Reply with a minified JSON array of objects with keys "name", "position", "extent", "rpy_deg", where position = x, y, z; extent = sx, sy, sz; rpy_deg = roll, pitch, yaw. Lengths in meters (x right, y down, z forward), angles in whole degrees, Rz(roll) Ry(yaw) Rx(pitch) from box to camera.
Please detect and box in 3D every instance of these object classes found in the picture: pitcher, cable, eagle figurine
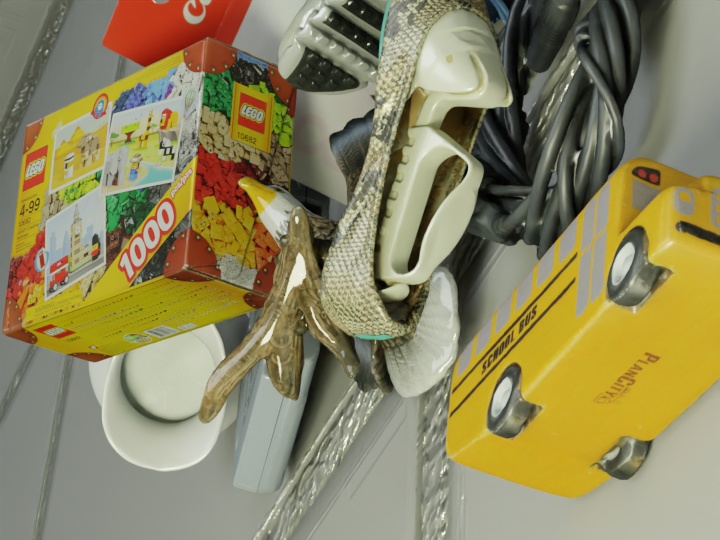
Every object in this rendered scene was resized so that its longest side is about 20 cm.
[{"name":"pitcher","position":[-0.126,0.041,1.531],"extent":[0.200,0.120,0.173],"rpy_deg":[-126,47,-86]},{"name":"cable","position":[0.101,-0.087,1.080],"extent":[0.164,0.050,0.200],"rpy_deg":[-67,12,-1]},{"name":"eagle figurine","position":[-0.004,-0.007,1.222],"extent":[0.151,0.152,0.200],"rpy_deg":[-19,2,24]}]

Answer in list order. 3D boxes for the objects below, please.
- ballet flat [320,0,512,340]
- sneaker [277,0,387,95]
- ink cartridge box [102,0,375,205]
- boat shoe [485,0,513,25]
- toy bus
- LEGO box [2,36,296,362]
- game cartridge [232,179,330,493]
[{"name":"ballet flat","position":[0.036,-0.061,1.076],"extent":[0.075,0.067,0.202],"rpy_deg":[12,86,54]},{"name":"sneaker","position":[0.024,-0.188,1.313],"extent":[0.200,0.075,0.081],"rpy_deg":[-45,41,11]},{"name":"ink cartridge box","position":[-0.055,-0.152,1.399],"extent":[0.057,0.199,0.163],"rpy_deg":[-77,13,-57]},{"name":"boat shoe","position":[0.074,-0.184,1.211],"extent":[0.201,0.083,0.069],"rpy_deg":[121,158,-45]},{"name":"toy bus","position":[0.103,0.023,0.890],"extent":[0.200,0.065,0.079],"rpy_deg":[126,159,-50]},{"name":"LEGO box","position":[-0.133,-0.040,1.386],"extent":[0.199,0.077,0.150],"rpy_deg":[-19,61,46]},{"name":"game cartridge","position":[-0.052,0.042,1.434],"extent":[0.201,0.040,0.134],"rpy_deg":[-87,14,-51]}]
